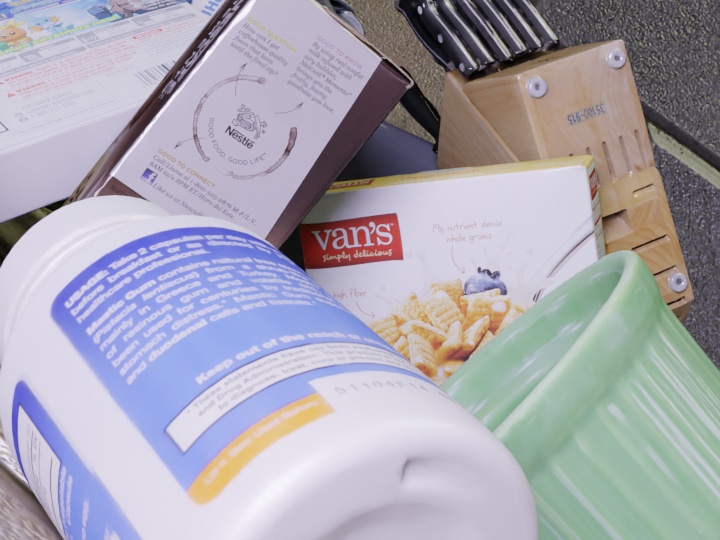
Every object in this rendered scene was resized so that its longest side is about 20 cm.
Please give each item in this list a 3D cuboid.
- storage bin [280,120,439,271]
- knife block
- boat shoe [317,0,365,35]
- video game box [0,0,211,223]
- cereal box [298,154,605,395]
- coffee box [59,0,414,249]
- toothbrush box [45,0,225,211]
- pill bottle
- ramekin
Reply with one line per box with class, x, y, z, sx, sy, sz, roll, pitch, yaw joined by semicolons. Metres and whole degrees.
storage bin;0.000;0.000;0.913;0.134;0.200;0.146;28;4;-16
knife block;0.083;-0.061;0.838;0.176;0.064;0.200;4;-67;69
boat shoe;-0.032;-0.129;0.919;0.071;0.072;0.200;-3;22;0
video game box;-0.178;-0.099;0.810;0.182;0.200;0.047;41;-37;39
cereal box;0.053;0.050;0.762;0.040;0.144;0.201;-41;124;-70
coffee box;-0.077;-0.033;0.703;0.080;0.200;0.113;39;0;-13
toothbrush box;-0.187;-0.126;0.956;0.200;0.146;0.086;25;-26;16
pill bottle;-0.044;0.050;0.483;0.112;0.112;0.200;39;0;-39
ramekin;0.070;0.095;0.643;0.098;0.200;0.200;46;0;-2
